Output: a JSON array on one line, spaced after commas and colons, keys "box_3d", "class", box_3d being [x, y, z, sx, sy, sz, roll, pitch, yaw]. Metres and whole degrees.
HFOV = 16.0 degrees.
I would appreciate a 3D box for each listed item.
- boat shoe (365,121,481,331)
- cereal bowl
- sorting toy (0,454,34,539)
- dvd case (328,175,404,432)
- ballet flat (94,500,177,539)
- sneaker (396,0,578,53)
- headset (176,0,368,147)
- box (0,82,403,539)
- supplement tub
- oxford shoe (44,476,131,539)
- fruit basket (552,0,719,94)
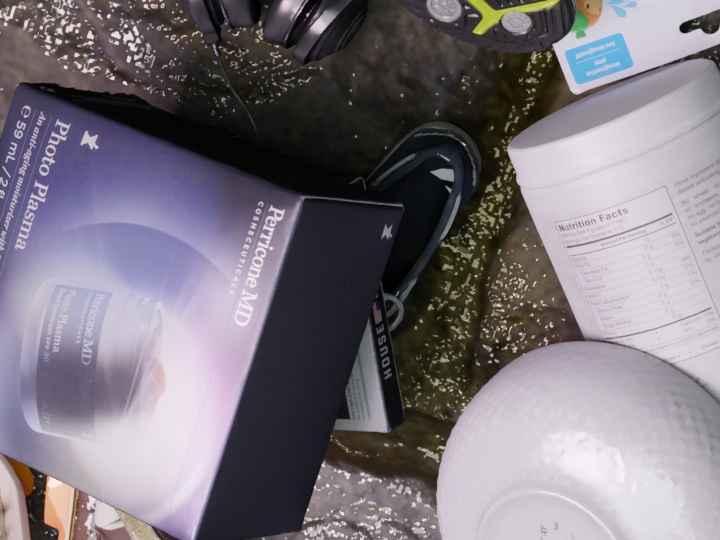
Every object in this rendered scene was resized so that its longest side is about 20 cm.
[{"box_3d": [0.000, 0.000, 1.513, 0.075, 0.062, 0.200, 42, 108, -3], "class": "boat shoe"}, {"box_3d": [0.124, 0.145, 1.416, 0.200, 0.083, 0.200, 15, 118, 29], "class": "cereal bowl"}, {"box_3d": [-0.283, 0.203, 1.581, 0.107, 0.200, 0.180, 20, 126, -29], "class": "sorting toy"}, {"box_3d": [-0.073, 0.019, 1.511, 0.200, 0.025, 0.150, 0, 108, 33], "class": "dvd case"}, {"box_3d": [-0.121, 0.158, 1.538, 0.071, 0.071, 0.200, -24, 96, 15], "class": "ballet flat"}, {"box_3d": [0.035, -0.192, 1.414, 0.200, 0.076, 0.075, 30, 137, -5], "class": "sneaker"}, {"box_3d": [-0.053, -0.159, 1.488, 0.123, 0.094, 0.200, 16, 92, 5], "class": "headset"}, {"box_3d": [-0.111, 0.021, 1.416, 0.198, 0.123, 0.200, 21, 99, 26], "class": "box"}, {"box_3d": [0.178, -0.004, 1.445, 0.132, 0.132, 0.200, -21, 99, 15], "class": "supplement tub"}, {"box_3d": [-0.157, 0.193, 1.591, 0.073, 0.071, 0.200, 4, 105, 5], "class": "oxford shoe"}, {"box_3d": [0.166, -0.212, 1.411, 0.185, 0.094, 0.200, -18, 104, 14], "class": "fruit basket"}]
